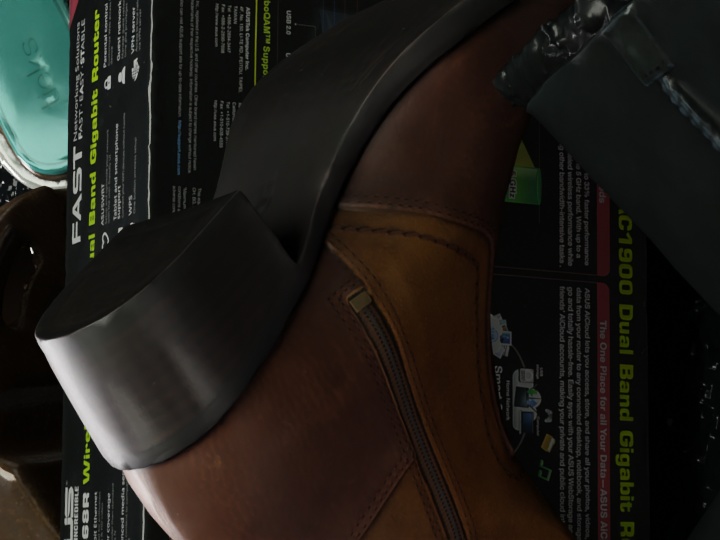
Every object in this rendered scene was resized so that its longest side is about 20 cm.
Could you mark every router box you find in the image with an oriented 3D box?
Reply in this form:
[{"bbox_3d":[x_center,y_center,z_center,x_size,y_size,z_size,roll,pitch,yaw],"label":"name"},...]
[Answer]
[{"bbox_3d":[0.000,0.000,0.696,0.062,0.149,0.202,-14,73,62],"label":"router box"}]

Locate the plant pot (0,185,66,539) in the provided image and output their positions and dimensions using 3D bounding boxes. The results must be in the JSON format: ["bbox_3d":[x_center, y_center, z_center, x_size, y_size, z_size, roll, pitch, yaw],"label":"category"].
[{"bbox_3d":[-0.125,0.084,0.807,0.198,0.200,0.201,-32,62,32],"label":"plant pot"}]

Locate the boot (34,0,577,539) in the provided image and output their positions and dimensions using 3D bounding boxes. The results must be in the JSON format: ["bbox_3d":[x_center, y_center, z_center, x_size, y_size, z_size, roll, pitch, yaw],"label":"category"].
[{"bbox_3d":[0.037,0.040,0.639,0.068,0.188,0.201,-15,116,44],"label":"boot"}]

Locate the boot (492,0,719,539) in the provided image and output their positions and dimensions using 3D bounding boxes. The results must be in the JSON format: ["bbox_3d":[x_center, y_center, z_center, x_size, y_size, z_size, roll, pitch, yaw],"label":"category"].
[{"bbox_3d":[0.094,0.006,0.595,0.163,0.073,0.198,49,131,-1],"label":"boot"}]

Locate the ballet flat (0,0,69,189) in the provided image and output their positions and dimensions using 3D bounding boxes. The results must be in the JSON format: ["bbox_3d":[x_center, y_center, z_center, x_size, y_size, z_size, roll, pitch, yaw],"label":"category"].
[{"bbox_3d":[-0.121,-0.114,0.897,0.069,0.069,0.201,-31,74,40],"label":"ballet flat"}]
